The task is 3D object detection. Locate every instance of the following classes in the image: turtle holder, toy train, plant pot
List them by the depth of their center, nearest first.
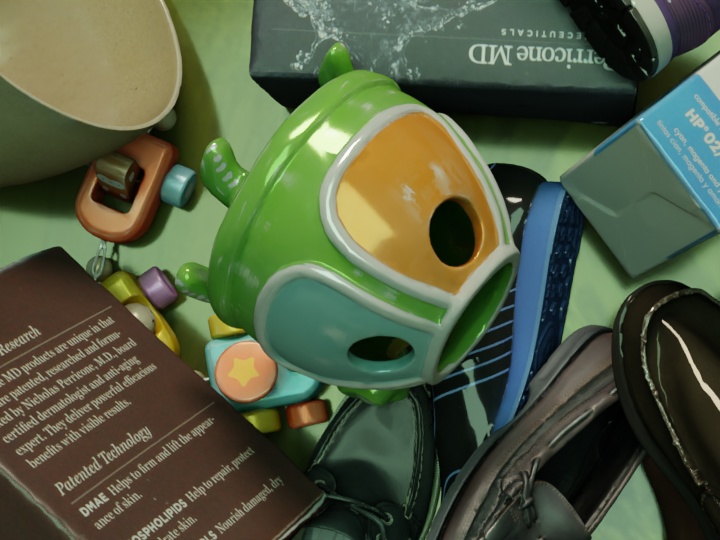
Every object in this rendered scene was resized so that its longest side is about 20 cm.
[{"bbox_3d":[-0.004,0.001,0.841,0.132,0.141,0.186,35,123,15],"label":"turtle holder"},{"bbox_3d":[-0.211,-0.120,0.920,0.134,0.200,0.201,-36,83,28],"label":"plant pot"},{"bbox_3d":[-0.088,0.004,0.951,0.200,0.056,0.150,28,90,8],"label":"toy train"}]

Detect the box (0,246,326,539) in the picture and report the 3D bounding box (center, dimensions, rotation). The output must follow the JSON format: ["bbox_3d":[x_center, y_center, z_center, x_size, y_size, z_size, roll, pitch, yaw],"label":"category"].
[{"bbox_3d":[-0.160,0.128,0.872,0.200,0.164,0.166,41,118,7],"label":"box"}]

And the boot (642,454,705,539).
[{"bbox_3d":[0.132,0.196,0.879,0.200,0.068,0.189,-27,96,-19],"label":"boot"}]

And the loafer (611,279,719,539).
[{"bbox_3d":[0.190,0.091,0.840,0.073,0.071,0.200,-24,82,-21],"label":"loafer"}]

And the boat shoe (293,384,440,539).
[{"bbox_3d":[-0.011,0.146,0.927,0.074,0.066,0.200,25,89,9],"label":"boat shoe"}]

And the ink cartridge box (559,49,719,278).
[{"bbox_3d":[0.207,-0.089,0.870,0.200,0.115,0.068,-37,89,-16],"label":"ink cartridge box"}]

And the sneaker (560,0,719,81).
[{"bbox_3d":[0.109,-0.192,0.828,0.087,0.076,0.200,-34,89,-13],"label":"sneaker"}]

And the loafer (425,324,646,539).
[{"bbox_3d":[0.096,0.107,0.867,0.063,0.072,0.200,7,50,43],"label":"loafer"}]

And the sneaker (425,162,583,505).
[{"bbox_3d":[0.060,0.042,0.931,0.078,0.070,0.201,13,90,24],"label":"sneaker"}]

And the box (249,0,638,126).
[{"bbox_3d":[0.052,-0.184,0.917,0.196,0.117,0.201,3,88,7],"label":"box"}]
